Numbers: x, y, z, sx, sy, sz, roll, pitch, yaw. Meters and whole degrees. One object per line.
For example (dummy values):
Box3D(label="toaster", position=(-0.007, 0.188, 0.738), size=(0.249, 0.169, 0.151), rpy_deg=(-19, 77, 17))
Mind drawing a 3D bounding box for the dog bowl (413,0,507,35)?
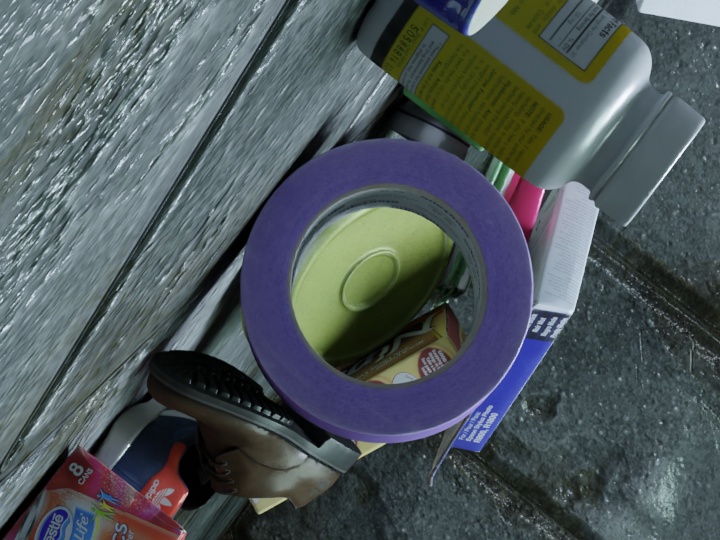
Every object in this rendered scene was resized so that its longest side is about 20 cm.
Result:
Box3D(label="dog bowl", position=(0.080, -0.214, 1.147), size=(0.201, 0.079, 0.200), rpy_deg=(-52, 177, -4))

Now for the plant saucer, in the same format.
Box3D(label="plant saucer", position=(0.000, 0.000, 1.795), size=(0.199, 0.031, 0.201), rpy_deg=(-27, 140, -25))

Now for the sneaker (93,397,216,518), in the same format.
Box3D(label="sneaker", position=(-0.130, 0.128, 1.750), size=(0.075, 0.084, 0.200), rpy_deg=(-54, 177, 25))

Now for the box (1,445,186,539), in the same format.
Box3D(label="box", position=(-0.187, 0.200, 1.617), size=(0.100, 0.095, 0.200), rpy_deg=(-51, 176, -15))

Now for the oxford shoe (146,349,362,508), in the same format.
Box3D(label="oxford shoe", position=(-0.085, 0.119, 1.658), size=(0.085, 0.073, 0.200), rpy_deg=(-50, 132, 6))

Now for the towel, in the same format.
Box3D(label="towel", position=(0.095, -0.041, 1.959), size=(0.200, 0.023, 0.154), rpy_deg=(112, 0, -83))

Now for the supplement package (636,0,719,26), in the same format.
Box3D(label="supplement package", position=(0.260, -0.287, 1.761), size=(0.201, 0.109, 0.114), rpy_deg=(-93, -163, -45))

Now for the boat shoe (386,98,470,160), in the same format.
Box3D(label="boat shoe", position=(0.074, -0.134, 1.982), size=(0.066, 0.072, 0.200), rpy_deg=(-63, 172, 10))

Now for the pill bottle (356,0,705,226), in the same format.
Box3D(label="pill bottle", position=(0.105, -0.119, 1.433), size=(0.112, 0.200, 0.111), rpy_deg=(-51, 176, -5))

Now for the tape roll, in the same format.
Box3D(label="tape roll", position=(0.017, 0.016, 1.627), size=(0.200, 0.200, 0.085), rpy_deg=(-52, 177, -6))

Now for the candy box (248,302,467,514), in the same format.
Box3D(label="candy box", position=(-0.005, 0.106, 1.854), size=(0.199, 0.056, 0.115), rpy_deg=(-29, -170, 7))

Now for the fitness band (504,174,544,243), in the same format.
Box3D(label="fitness band", position=(0.149, -0.095, 1.908), size=(0.200, 0.037, 0.144), rpy_deg=(-67, -179, -52))

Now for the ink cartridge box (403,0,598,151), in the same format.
Box3D(label="ink cartridge box", position=(0.135, -0.213, 1.853), size=(0.200, 0.084, 0.146), rpy_deg=(-55, 177, 35))

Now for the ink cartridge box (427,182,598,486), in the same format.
Box3D(label="ink cartridge box", position=(0.124, 0.052, 1.885), size=(0.200, 0.040, 0.201), rpy_deg=(118, -5, -49))
